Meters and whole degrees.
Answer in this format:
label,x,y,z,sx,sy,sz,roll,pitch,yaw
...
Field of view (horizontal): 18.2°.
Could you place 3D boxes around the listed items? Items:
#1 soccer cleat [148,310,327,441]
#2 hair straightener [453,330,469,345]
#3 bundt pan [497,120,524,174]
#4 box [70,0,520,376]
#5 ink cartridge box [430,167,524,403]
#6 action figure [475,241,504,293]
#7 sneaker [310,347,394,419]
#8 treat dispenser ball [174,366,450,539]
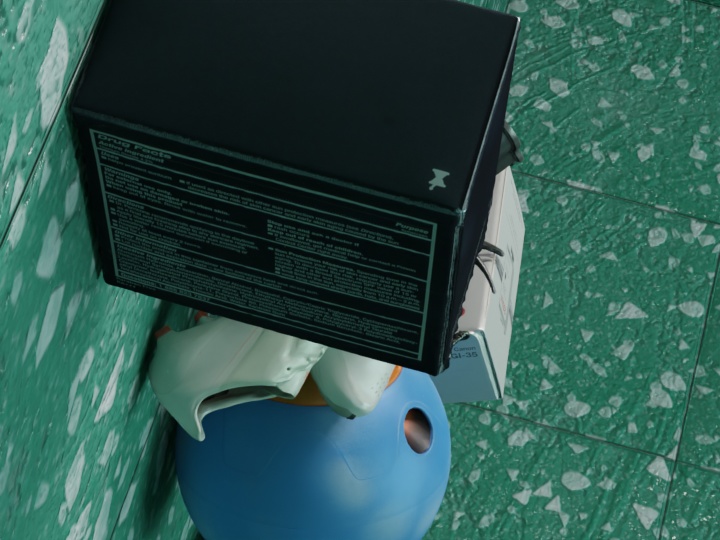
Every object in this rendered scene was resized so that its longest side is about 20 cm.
label,x,y,z,sx,sy,sz,roll,pitch,yaw
soccer cleat,-0.041,0.040,1.458,0.078,0.199,0.069,59,-8,20
hair straightener,0.000,0.000,1.610,0.041,0.199,0.077,-47,-149,24
bundt pan,0.032,-0.132,1.762,0.076,0.202,0.202,-45,170,-6
box,-0.030,-0.059,1.163,0.199,0.199,0.124,94,13,-66
ink cartridge box,0.047,0.012,1.800,0.201,0.146,0.083,-78,157,-45
action figure,0.015,-0.045,1.678,0.119,0.199,0.102,99,8,-45
sneaker,0.019,0.006,1.527,0.074,0.087,0.201,38,56,-39
treat dispenser ball,-0.034,0.131,1.629,0.201,0.200,0.202,15,90,-85
